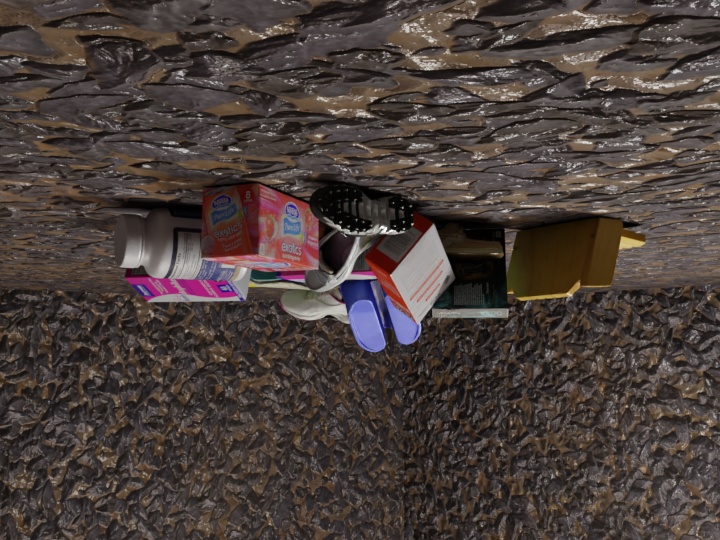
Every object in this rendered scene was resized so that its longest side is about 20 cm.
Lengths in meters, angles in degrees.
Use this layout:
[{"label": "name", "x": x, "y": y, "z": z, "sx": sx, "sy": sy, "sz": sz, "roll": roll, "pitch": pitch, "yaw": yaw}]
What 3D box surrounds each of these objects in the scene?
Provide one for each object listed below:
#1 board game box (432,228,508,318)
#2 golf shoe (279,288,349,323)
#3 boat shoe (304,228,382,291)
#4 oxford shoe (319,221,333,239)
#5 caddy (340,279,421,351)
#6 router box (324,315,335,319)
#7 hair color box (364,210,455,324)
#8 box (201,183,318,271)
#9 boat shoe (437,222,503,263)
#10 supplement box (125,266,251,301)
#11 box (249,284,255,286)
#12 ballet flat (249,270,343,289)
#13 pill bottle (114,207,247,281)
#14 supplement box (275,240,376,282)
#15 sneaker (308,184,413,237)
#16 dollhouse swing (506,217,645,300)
[{"label": "board game box", "x": 0.200, "y": 0.002, "z": 1.457, "sx": 0.133, "sy": 0.202, "sz": 0.028, "roll": -1, "pitch": 136, "yaw": 9}, {"label": "golf shoe", "x": -0.068, "y": 0.054, "z": 1.609, "sx": 0.197, "sy": 0.076, "sz": 0.092, "roll": 4, "pitch": 140, "yaw": 8}, {"label": "boat shoe", "x": -0.040, "y": -0.029, "z": 1.295, "sx": 0.064, "sy": 0.075, "sz": 0.202, "roll": -18, "pitch": 163, "yaw": -46}, {"label": "oxford shoe", "x": -0.124, "y": -0.057, "z": 1.365, "sx": 0.198, "sy": 0.072, "sz": 0.071, "roll": -8, "pitch": 175, "yaw": 44}, {"label": "caddy", "x": 0.040, "y": 0.060, "z": 1.515, "sx": 0.139, "sy": 0.106, "sz": 0.201, "roll": -13, "pitch": 137, "yaw": 5}, {"label": "router box", "x": 0.008, "y": 0.028, "z": 1.794, "sx": 0.197, "sy": 0.160, "sz": 0.052, "roll": -2, "pitch": 175, "yaw": 15}, {"label": "hair color box", "x": 0.086, "y": -0.004, "z": 1.323, "sx": 0.064, "sy": 0.111, "sz": 0.200, "roll": 35, "pitch": 168, "yaw": 30}, {"label": "box", "x": -0.142, "y": -0.058, "z": 1.172, "sx": 0.093, "sy": 0.104, "sz": 0.200, "roll": -3, "pitch": 173, "yaw": 21}, {"label": "boat shoe", "x": 0.158, "y": -0.053, "z": 1.432, "sx": 0.197, "sy": 0.067, "sz": 0.074, "roll": 3, "pitch": 167, "yaw": 10}, {"label": "supplement box", "x": -0.309, "y": -0.010, "z": 1.449, "sx": 0.197, "sy": 0.105, "sz": 0.101, "roll": -1, "pitch": 152, "yaw": 14}, {"label": "box", "x": -0.181, "y": -0.021, "z": 1.560, "sx": 0.197, "sy": 0.049, "sz": 0.118, "roll": 1, "pitch": 138, "yaw": -1}, {"label": "ballet flat", "x": -0.123, "y": 0.005, "z": 1.527, "sx": 0.197, "sy": 0.068, "sz": 0.062, "roll": 5, "pitch": 165, "yaw": -4}, {"label": "pill bottle", "x": -0.284, "y": -0.042, "z": 1.271, "sx": 0.198, "sy": 0.113, "sz": 0.111, "roll": 3, "pitch": 174, "yaw": -30}, {"label": "supplement box", "x": -0.040, "y": -0.035, "z": 1.412, "sx": 0.198, "sy": 0.105, "sz": 0.101, "roll": -1, "pitch": 174, "yaw": 25}, {"label": "sneaker", "x": -0.014, "y": -0.079, "z": 1.142, "sx": 0.090, "sy": 0.067, "sz": 0.199, "roll": -8, "pitch": 173, "yaw": 40}, {"label": "dollhouse swing", "x": 0.409, "y": -0.005, "z": 1.487, "sx": 0.175, "sy": 0.184, "sz": 0.199, "roll": 27, "pitch": 160, "yaw": -31}]
